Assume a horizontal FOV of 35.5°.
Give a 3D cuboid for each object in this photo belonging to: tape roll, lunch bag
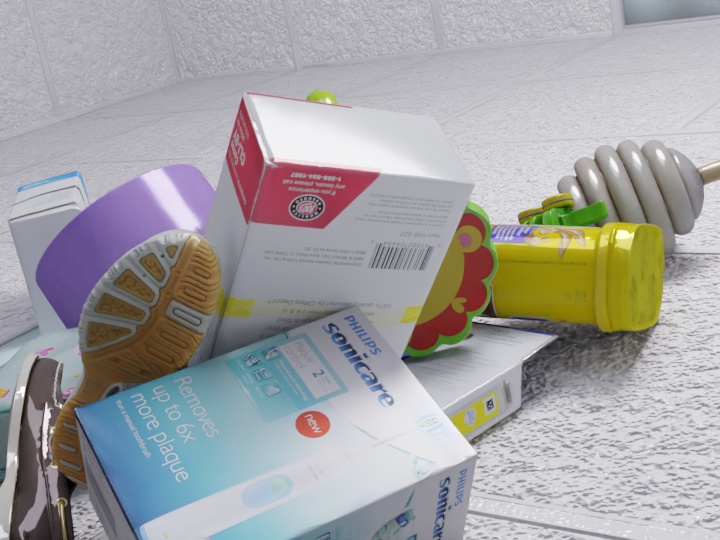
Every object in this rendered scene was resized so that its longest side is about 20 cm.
[{"bbox_3d":[-0.217,-0.009,1.126,0.199,0.085,0.200,-36,-12,-8],"label":"tape roll"},{"bbox_3d":[-0.230,0.107,0.957,0.158,0.078,0.200,-7,18,10],"label":"lunch bag"}]

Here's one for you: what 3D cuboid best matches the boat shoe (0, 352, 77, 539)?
[{"bbox_3d":[-0.219,0.138,0.789,0.059,0.072,0.201,2,39,-11],"label":"boat shoe"}]

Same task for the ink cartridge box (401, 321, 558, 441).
[{"bbox_3d":[0.024,0.094,0.894,0.199,0.048,0.197,-22,19,-37],"label":"ink cartridge box"}]

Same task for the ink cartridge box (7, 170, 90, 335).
[{"bbox_3d":[-0.352,-0.023,1.332,0.083,0.147,0.200,-15,17,-9],"label":"ink cartridge box"}]

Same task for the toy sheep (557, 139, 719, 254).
[{"bbox_3d":[0.264,-0.066,1.102,0.198,0.139,0.138,-27,14,11],"label":"toy sheep"}]

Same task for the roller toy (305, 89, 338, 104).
[{"bbox_3d":[-0.040,-0.040,1.025,0.138,0.202,0.183,-14,-19,-3],"label":"roller toy"}]

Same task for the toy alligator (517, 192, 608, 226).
[{"bbox_3d":[0.158,-0.025,1.080,0.054,0.060,0.200,-7,-12,-29],"label":"toy alligator"}]

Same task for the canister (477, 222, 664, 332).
[{"bbox_3d":[0.146,0.001,0.959,0.198,0.088,0.148,3,3,26],"label":"canister"}]

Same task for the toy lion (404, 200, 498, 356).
[{"bbox_3d":[0.000,0.000,0.881,0.200,0.191,0.069,-48,9,15],"label":"toy lion"}]

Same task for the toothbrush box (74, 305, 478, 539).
[{"bbox_3d":[-0.051,0.124,0.680,0.198,0.086,0.147,-18,45,-24],"label":"toothbrush box"}]

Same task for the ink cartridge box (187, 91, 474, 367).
[{"bbox_3d":[-0.031,-0.006,0.762,0.144,0.201,0.084,3,38,-25],"label":"ink cartridge box"}]

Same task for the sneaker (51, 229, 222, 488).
[{"bbox_3d":[-0.143,0.047,0.737,0.075,0.201,0.088,30,26,-2],"label":"sneaker"}]
